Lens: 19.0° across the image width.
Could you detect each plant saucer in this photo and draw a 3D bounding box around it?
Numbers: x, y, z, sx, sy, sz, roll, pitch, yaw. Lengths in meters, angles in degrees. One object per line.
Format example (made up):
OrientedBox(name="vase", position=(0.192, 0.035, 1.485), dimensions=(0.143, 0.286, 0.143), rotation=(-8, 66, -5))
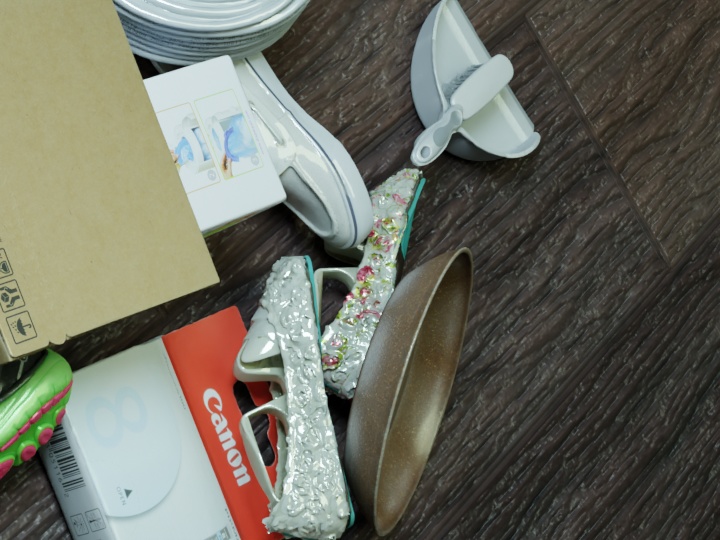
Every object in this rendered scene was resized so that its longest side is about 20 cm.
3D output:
OrientedBox(name="plant saucer", position=(0.029, 0.077, 1.448), dimensions=(0.200, 0.036, 0.202), rotation=(16, 90, -77))

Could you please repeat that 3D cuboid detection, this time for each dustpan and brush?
OrientedBox(name="dustpan and brush", position=(0.074, -0.124, 1.637), dimensions=(0.140, 0.057, 0.200), rotation=(57, 45, -12))

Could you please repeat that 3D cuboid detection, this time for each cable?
OrientedBox(name="cable", position=(-0.119, -0.233, 1.448), dimensions=(0.199, 0.069, 0.200), rotation=(-33, 79, -31))

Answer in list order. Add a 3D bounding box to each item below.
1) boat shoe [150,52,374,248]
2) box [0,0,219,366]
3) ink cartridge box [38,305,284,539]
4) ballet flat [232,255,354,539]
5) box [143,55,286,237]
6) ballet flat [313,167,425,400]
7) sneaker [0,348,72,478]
OrientedBox(name="boat shoe", position=(-0.072, -0.089, 1.473), dimensions=(0.070, 0.071, 0.201), rotation=(-40, 96, -36))
OrientedBox(name="box", position=(-0.178, -0.062, 1.238), dimensions=(0.163, 0.021, 0.202), rotation=(-21, 89, -43))
OrientedBox(name="ink cartridge box", position=(-0.107, 0.119, 1.378), dimensions=(0.199, 0.047, 0.161), rotation=(-23, 92, -45))
OrientedBox(name="ballet flat", position=(-0.050, 0.082, 1.412), dimensions=(0.071, 0.072, 0.202), rotation=(10, 62, -42))
OrientedBox(name="box", position=(-0.164, -0.050, 1.340), dimensions=(0.199, 0.112, 0.102), rotation=(-23, 91, -45))
OrientedBox(name="ballet flat", position=(0.000, 0.000, 1.518), dimensions=(0.063, 0.076, 0.201), rotation=(17, 53, -4))
OrientedBox(name="sneaker", position=(-0.256, 0.102, 1.236), dimensions=(0.084, 0.077, 0.200), rotation=(37, 49, 20))
